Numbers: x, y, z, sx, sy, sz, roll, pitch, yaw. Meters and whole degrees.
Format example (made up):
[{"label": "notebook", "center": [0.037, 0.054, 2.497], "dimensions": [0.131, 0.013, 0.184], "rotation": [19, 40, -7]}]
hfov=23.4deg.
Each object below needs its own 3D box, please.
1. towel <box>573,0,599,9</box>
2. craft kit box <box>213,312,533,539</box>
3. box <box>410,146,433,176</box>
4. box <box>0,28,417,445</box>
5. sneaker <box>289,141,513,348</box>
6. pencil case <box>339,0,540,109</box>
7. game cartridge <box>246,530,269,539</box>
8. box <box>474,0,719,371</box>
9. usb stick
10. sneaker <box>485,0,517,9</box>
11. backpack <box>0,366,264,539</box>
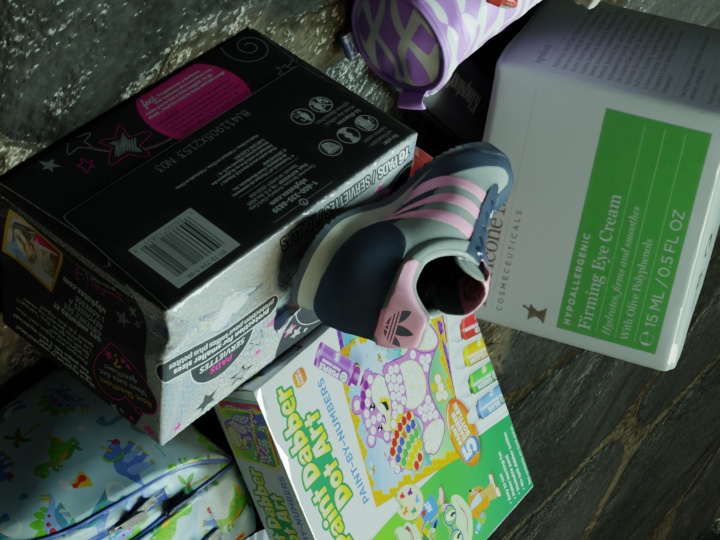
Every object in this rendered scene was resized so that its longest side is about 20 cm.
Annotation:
[{"label": "towel", "center": [0.112, -0.228, 1.006], "dimensions": [0.034, 0.132, 0.200], "rotation": [-57, 176, 39]}, {"label": "craft kit box", "center": [0.014, 0.105, 1.064], "dimensions": [0.197, 0.048, 0.200], "rotation": [-40, 118, -39]}, {"label": "box", "center": [0.000, 0.000, 1.212], "dimensions": [0.103, 0.095, 0.200], "rotation": [-43, 155, -27]}, {"label": "box", "center": [-0.083, -0.021, 0.967], "dimensions": [0.200, 0.132, 0.115], "rotation": [-38, 152, -35]}, {"label": "sneaker", "center": [0.046, -0.009, 0.965], "dimensions": [0.200, 0.082, 0.070], "rotation": [-36, 149, -48]}, {"label": "pencil case", "center": [0.083, -0.184, 1.122], "dimensions": [0.200, 0.084, 0.086], "rotation": [-38, 118, -31]}, {"label": "game cartridge", "center": [-0.119, 0.237, 1.388], "dimensions": [0.133, 0.042, 0.200], "rotation": [-32, 150, -28]}, {"label": "box", "center": [0.180, -0.071, 1.265], "dimensions": [0.200, 0.171, 0.199], "rotation": [-51, 154, -61]}, {"label": "usb stick", "center": [0.063, -0.129, 1.234], "dimensions": [0.055, 0.033, 0.200], "rotation": [-55, 157, 3]}, {"label": "sneaker", "center": [0.039, -0.194, 0.992], "dimensions": [0.201, 0.108, 0.067], "rotation": [-21, 141, -52]}, {"label": "backpack", "center": [-0.166, 0.136, 1.027], "dimensions": [0.200, 0.163, 0.154], "rotation": [-41, 146, -14]}]
